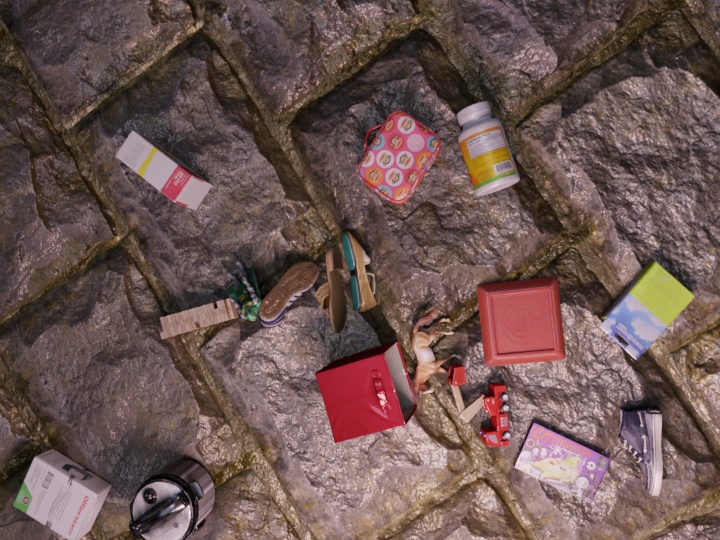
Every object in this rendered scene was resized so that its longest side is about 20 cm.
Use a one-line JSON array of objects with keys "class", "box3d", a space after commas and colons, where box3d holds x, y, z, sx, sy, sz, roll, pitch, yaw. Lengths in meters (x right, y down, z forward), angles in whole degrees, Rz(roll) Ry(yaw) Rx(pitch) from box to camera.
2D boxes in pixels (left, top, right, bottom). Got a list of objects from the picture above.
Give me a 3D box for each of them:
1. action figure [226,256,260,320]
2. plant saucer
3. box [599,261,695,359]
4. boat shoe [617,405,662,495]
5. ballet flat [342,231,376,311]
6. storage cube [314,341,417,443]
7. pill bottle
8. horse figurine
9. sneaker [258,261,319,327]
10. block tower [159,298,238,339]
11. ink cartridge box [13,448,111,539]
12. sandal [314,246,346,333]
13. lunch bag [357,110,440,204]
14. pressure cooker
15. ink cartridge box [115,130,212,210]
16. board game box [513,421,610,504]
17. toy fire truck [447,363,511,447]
[{"class": "action figure", "box3d": [-0.285, 0.057, 1.536, 0.054, 0.201, 0.119, 27, 109, -37]}, {"class": "plant saucer", "box3d": [0.392, 0.126, 1.515, 0.196, 0.037, 0.204, -6, 88, 7]}, {"class": "box", "box3d": [0.669, 0.095, 1.472, 0.122, 0.048, 0.201, 41, 95, 7]}, {"class": "boat shoe", "box3d": [0.654, 0.419, 1.466, 0.091, 0.075, 0.204, 1, 82, 14]}, {"class": "ballet flat", "box3d": [0.000, 0.000, 1.564, 0.062, 0.068, 0.204, -9, 91, -21]}, {"class": "storage cube", "box3d": [0.018, 0.286, 1.487, 0.177, 0.200, 0.174, -18, 88, 13]}, {"class": "pill bottle", "box3d": [0.298, -0.292, 1.492, 0.109, 0.111, 0.203, -18, 87, 7]}, {"class": "horse figurine", "box3d": [0.175, 0.196, 1.537, 0.130, 0.050, 0.204, -15, 91, 2]}, {"class": "sneaker", "box3d": [-0.185, 0.064, 1.583, 0.070, 0.109, 0.200, 41, 64, 8]}, {"class": "block tower", "box3d": [-0.421, 0.123, 1.614, 0.197, 0.054, 0.059, -18, 87, 7]}, {"class": "ink cartridge box", "box3d": [-0.782, 0.591, 1.642, 0.198, 0.084, 0.148, 28, 93, 7]}, {"class": "sandal", "box3d": [-0.083, 0.051, 1.571, 0.069, 0.077, 0.216, -6, 83, 27]}, {"class": "lunch bag", "box3d": [0.084, -0.283, 1.535, 0.175, 0.082, 0.201, 35, 95, 7]}, {"class": "pressure cooker", "box3d": [-0.469, 0.579, 1.543, 0.176, 0.200, 0.179, 16, 91, 7]}, {"class": "ink cartridge box", "box3d": [-0.495, -0.252, 1.580, 0.199, 0.145, 0.084, 37, 93, 6]}, {"class": "board game box", "box3d": [0.484, 0.462, 1.505, 0.197, 0.032, 0.122, 24, 88, 7]}, {"class": "toy fire truck", "box3d": [0.285, 0.326, 1.502, 0.138, 0.049, 0.204, -3, 90, -9]}]
